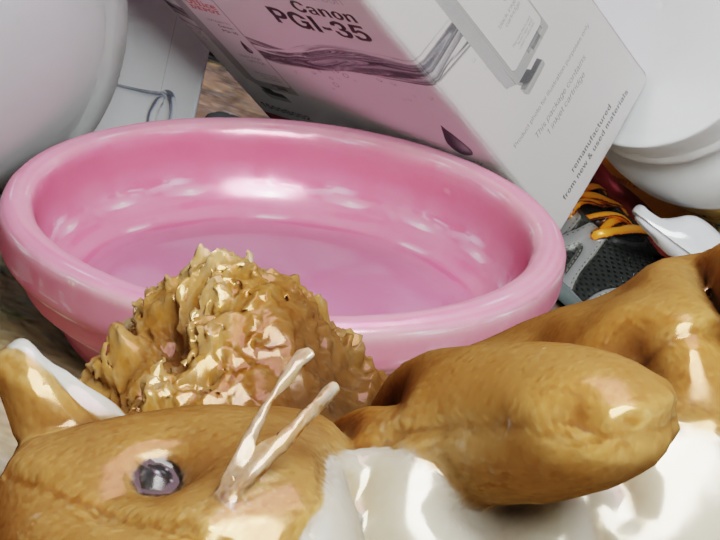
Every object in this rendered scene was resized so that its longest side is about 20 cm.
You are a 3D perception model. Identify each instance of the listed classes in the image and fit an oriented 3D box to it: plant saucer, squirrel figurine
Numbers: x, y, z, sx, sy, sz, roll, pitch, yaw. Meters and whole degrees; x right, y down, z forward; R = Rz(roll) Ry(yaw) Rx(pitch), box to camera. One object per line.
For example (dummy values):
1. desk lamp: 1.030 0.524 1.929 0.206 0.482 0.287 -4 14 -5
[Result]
1. plant saucer: -0.029 0.000 0.801 0.199 0.051 0.201 6 22 -2
2. squirrel figurine: -0.002 0.063 0.511 0.186 0.142 0.200 -4 5 -25

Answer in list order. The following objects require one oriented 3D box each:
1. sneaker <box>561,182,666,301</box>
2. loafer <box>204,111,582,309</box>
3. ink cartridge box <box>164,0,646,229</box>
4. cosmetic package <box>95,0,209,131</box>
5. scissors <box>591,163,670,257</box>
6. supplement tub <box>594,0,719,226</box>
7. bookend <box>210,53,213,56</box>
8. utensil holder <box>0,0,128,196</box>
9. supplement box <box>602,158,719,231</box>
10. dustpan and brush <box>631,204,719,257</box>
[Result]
1. sneaker: 0.082 -0.021 1.015 0.200 0.078 0.078 25 15 35
2. loafer: 0.000 0.000 0.917 0.200 0.063 0.072 27 -14 33
3. ink cartridge box: -0.001 -0.112 0.877 0.146 0.083 0.200 18 -19 41
4. cosmetic package: -0.134 -0.132 0.980 0.150 0.201 0.052 11 14 -8
5. scissors: 0.083 -0.073 1.046 0.014 0.200 0.073 -34 3 -21
6. supplement tub: 0.185 -0.086 0.990 0.144 0.145 0.200 25 4 43
7. bookend: 0.001 -0.183 1.596 0.199 0.093 0.199 16 12 4
8. utensil holder: -0.192 -0.088 0.811 0.169 0.171 0.200 15 14 8
9. supplement box: 0.081 -0.041 1.129 0.199 0.067 0.069 18 10 15
10. dustpan and brush: 0.205 0.019 0.955 0.200 0.057 0.140 39 0 -7
